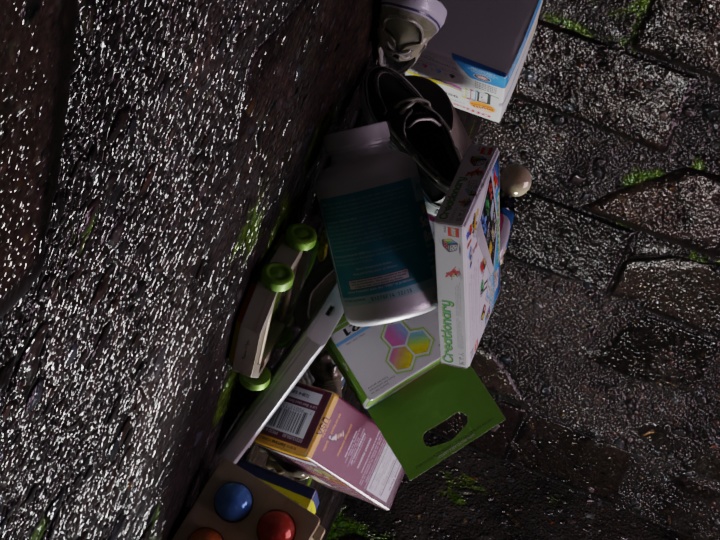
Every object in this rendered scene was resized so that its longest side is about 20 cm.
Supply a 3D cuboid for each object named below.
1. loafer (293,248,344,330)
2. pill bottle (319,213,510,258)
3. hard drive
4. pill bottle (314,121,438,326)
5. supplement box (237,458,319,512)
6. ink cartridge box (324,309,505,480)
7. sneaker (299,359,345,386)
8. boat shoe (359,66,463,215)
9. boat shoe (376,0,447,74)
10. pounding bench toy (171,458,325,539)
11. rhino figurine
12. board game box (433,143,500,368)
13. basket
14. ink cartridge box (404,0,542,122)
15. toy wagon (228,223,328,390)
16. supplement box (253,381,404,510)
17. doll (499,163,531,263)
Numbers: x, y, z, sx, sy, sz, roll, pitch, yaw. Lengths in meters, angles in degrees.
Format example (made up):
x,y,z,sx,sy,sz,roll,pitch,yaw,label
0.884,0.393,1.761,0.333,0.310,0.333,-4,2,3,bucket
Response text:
x,y,z,sx,sy,sz,roll,pitch,yaw,label
0.000,0.000,1.595,0.200,0.070,0.075,-46,129,-11,loafer
0.061,-0.055,1.527,0.114,0.199,0.113,-61,-171,16,pill bottle
-0.081,0.112,1.471,0.200,0.026,0.132,-53,-177,31,hard drive
0.016,-0.050,1.390,0.111,0.110,0.201,-41,118,-77,pill bottle
-0.138,0.352,1.650,0.109,0.109,0.201,91,20,-72,supplement box
0.068,0.122,1.580,0.147,0.201,0.076,-31,169,-12,ink cartridge box
-0.042,0.109,1.836,0.201,0.078,0.079,-58,169,3,sneaker
0.063,-0.154,1.440,0.070,0.201,0.064,-20,153,-21,boat shoe
0.052,-0.258,1.453,0.200,0.072,0.062,56,53,-86,boat shoe
-0.143,0.327,1.433,0.201,0.124,0.156,-58,171,-13,pounding bench toy
-0.065,0.180,1.748,0.060,0.087,0.201,20,91,-52,rhino figurine
0.113,-0.013,1.381,0.127,0.034,0.201,-63,156,-43,board game box
0.071,-0.153,1.650,0.136,0.181,0.200,-38,162,-1,basket
0.147,-0.308,1.752,0.200,0.146,0.145,72,39,-79,ink cartridge box
-0.081,0.023,1.383,0.200,0.039,0.156,-63,172,-49,toy wagon
-0.037,0.211,1.635,0.200,0.110,0.086,41,69,-48,supplement box
0.149,-0.044,1.635,0.201,0.048,0.137,-56,-158,22,doll
